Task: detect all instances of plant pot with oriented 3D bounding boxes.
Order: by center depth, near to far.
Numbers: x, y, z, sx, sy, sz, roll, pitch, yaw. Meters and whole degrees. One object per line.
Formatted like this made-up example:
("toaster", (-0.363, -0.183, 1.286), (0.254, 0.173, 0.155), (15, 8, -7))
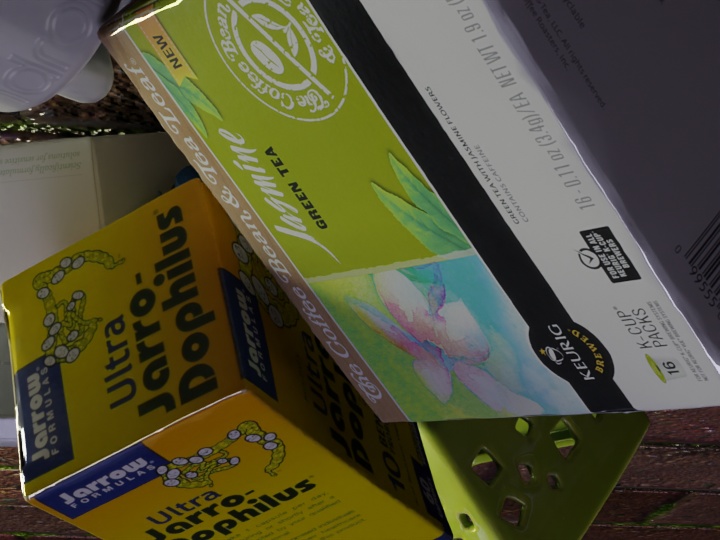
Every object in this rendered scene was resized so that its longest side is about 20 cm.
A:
("plant pot", (0.056, 0.112, 1.099), (0.199, 0.199, 0.182), (-18, 111, 45))

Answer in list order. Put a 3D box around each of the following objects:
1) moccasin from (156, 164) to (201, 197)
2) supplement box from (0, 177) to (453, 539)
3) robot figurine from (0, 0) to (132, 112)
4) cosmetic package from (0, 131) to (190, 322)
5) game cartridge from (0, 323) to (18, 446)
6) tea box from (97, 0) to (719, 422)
("moccasin", (-0.050, -0.011, 0.781), (0.080, 0.069, 0.200), (22, -174, 13))
("supplement box", (-0.056, 0.067, 0.695), (0.109, 0.109, 0.200), (-27, 145, 15))
("robot figurine", (-0.164, -0.131, 0.570), (0.199, 0.113, 0.170), (19, 127, -43))
("cosmetic package", (-0.140, -0.027, 0.803), (0.107, 0.086, 0.200), (-4, -176, 14))
("game cartridge", (-0.160, 0.026, 0.913), (0.132, 0.201, 0.041), (4, 131, -2))
("tea box", (0.048, -0.062, 0.555), (0.196, 0.134, 0.201), (-10, 121, 54))
